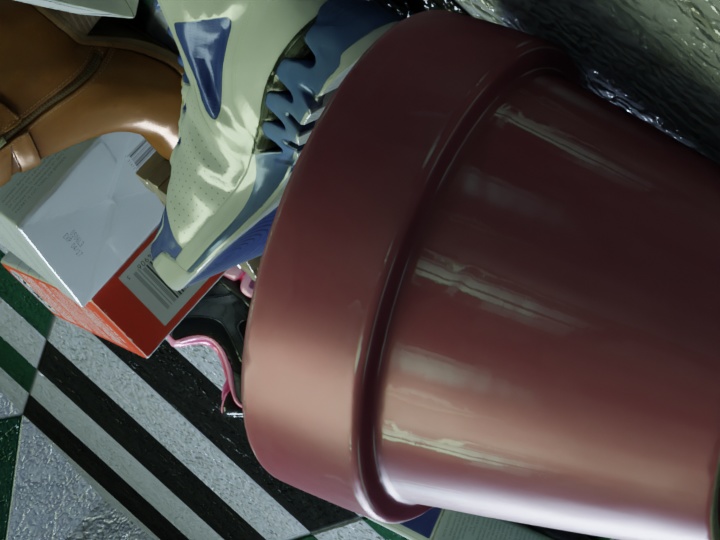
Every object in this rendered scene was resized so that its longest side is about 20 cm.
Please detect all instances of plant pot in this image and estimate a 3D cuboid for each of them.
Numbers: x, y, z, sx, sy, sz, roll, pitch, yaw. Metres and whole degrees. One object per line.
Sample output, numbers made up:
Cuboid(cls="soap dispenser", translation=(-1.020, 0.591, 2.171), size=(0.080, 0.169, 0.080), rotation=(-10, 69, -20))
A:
Cuboid(cls="plant pot", translation=(0.078, 0.018, 1.073), size=(0.178, 0.201, 0.200), rotation=(20, 161, 22))

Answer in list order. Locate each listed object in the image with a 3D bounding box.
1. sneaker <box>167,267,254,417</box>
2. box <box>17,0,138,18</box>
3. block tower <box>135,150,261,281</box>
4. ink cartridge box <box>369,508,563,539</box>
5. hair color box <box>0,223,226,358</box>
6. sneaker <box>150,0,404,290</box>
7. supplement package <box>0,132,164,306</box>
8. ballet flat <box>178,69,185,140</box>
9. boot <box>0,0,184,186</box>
Cuboid(cls="sneaker", translation=(-0.050, 0.075, 1.916), size=(0.200, 0.095, 0.079), rotation=(40, 167, 1))
Cuboid(cls="box", translation=(-0.168, -0.162, 1.340), size=(0.116, 0.060, 0.200), rotation=(11, -177, -15))
Cuboid(cls="block tower", translation=(-0.042, -0.016, 1.648), size=(0.200, 0.054, 0.058), rotation=(36, 167, 32))
Cuboid(cls="ink cartridge box", translation=(0.093, 0.185, 1.922), size=(0.199, 0.041, 0.199), rotation=(25, 177, -25))
Cuboid(cls="hair color box", translation=(-0.162, -0.013, 1.923), size=(0.064, 0.111, 0.200), rotation=(47, 168, -24))
Cuboid(cls="sneaker", translation=(-0.051, -0.090, 1.280), size=(0.115, 0.080, 0.200), rotation=(55, 141, 16))
Cuboid(cls="supplement package", translation=(-0.225, -0.095, 1.804), size=(0.200, 0.120, 0.121), rotation=(36, 169, 28))
Cuboid(cls="ballet flat", translation=(-0.049, -0.074, 1.409), size=(0.068, 0.072, 0.200), rotation=(47, 169, -33))
Cuboid(cls="boot", translation=(-0.172, -0.083, 1.576), size=(0.077, 0.155, 0.200), rotation=(34, 166, 32))
